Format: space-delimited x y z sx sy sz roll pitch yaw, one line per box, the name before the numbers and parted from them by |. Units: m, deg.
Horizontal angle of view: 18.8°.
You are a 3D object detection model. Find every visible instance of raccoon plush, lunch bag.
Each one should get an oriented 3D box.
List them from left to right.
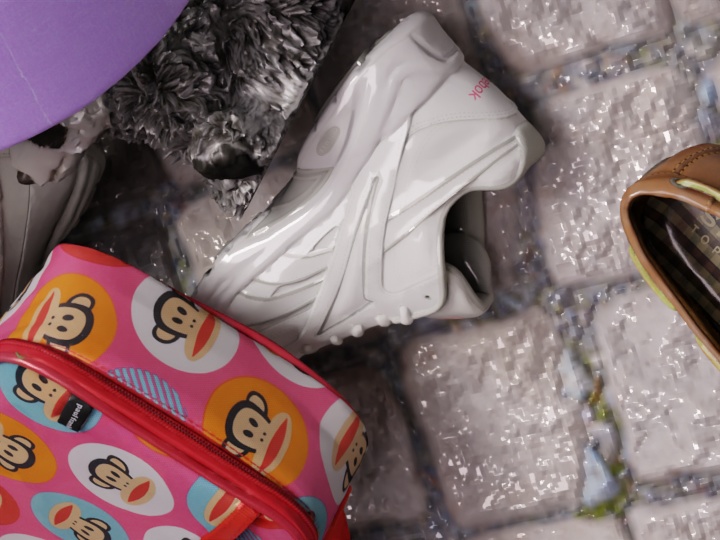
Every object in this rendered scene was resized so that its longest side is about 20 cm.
lunch bag | -0.086 0.085 0.886 0.175 0.082 0.200 32 147 -9
raccoon plush | -0.071 -0.116 0.843 0.133 0.097 0.201 28 78 -3

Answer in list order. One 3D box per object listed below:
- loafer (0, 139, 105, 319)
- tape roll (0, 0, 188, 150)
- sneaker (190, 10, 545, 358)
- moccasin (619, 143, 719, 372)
loafer | -0.169 -0.006 0.936 0.070 0.069 0.201 62 143 33
tape roll | -0.153 -0.133 0.788 0.199 0.201 0.066 11 149 26
sneaker | 0.000 0.000 0.868 0.099 0.078 0.200 38 123 3
moccasin | 0.173 0.035 0.778 0.202 0.078 0.074 50 120 9
